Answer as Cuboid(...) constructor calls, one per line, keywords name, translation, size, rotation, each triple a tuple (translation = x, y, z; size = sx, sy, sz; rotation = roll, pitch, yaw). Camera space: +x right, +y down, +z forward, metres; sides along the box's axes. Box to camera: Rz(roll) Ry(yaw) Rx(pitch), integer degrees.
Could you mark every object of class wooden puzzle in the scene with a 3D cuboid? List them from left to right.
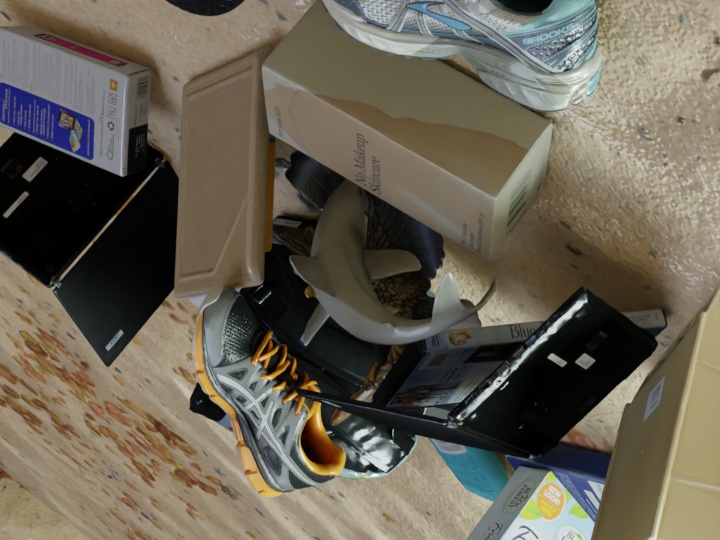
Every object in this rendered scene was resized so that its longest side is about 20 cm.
Cuboid(name="wooden puzzle", translation=(-0.108, -0.075, 1.314), size=(0.037, 0.186, 0.200), rotation=(5, 174, -24))

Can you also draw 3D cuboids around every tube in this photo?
Cuboid(name="tube", translation=(0.109, 0.186, 1.599), size=(0.077, 0.050, 0.200), rotation=(25, 158, 37))

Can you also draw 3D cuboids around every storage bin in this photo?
Cuboid(name="storage bin", translation=(0.242, 0.144, 1.150), size=(0.093, 0.200, 0.200), rotation=(19, 155, 1))

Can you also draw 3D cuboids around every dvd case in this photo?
Cuboid(name="dvd case", translation=(0.119, 0.070, 1.233), size=(0.143, 0.199, 0.018), rotation=(120, 141, -63))

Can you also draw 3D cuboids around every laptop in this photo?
Cuboid(name="laptop", translation=(-0.267, -0.046, 1.559), size=(0.200, 0.178, 0.103), rotation=(36, 156, 4))
Cuboid(name="laptop", translation=(0.090, 0.070, 1.158), size=(0.103, 0.200, 0.177), rotation=(50, -169, 27))

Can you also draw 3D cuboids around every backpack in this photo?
Cuboid(name="backpack", translation=(-0.037, 0.101, 1.418), size=(0.199, 0.164, 0.154), rotation=(25, 161, -5))

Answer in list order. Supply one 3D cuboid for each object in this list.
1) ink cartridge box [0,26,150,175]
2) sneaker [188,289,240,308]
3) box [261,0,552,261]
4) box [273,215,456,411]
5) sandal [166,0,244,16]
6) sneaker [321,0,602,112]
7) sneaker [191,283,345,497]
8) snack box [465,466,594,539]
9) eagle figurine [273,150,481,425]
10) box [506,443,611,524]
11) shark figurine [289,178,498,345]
Cuboid(name="ink cartridge box", translation=(-0.276, -0.162, 1.468), size=(0.199, 0.037, 0.095), rotation=(21, 118, 28))
Cuboid(name="sneaker", translation=(-0.105, 0.048, 1.562), size=(0.112, 0.073, 0.200), rotation=(54, 172, -12))
Cuboid(name="box", translation=(0.032, -0.102, 1.152), size=(0.199, 0.078, 0.095), rotation=(30, 156, 18))
Cuboid(name="box", translation=(0.009, 0.039, 1.475), size=(0.158, 0.046, 0.200), rotation=(10, 143, 48))
Cuboid(name="sandal", translation=(-0.085, -0.238, 1.136), size=(0.075, 0.045, 0.199), rotation=(42, 142, -22))
Cuboid(name="sneaker", translation=(0.063, -0.178, 1.003), size=(0.199, 0.078, 0.087), rotation=(22, 140, 19))
Cuboid(name="sneaker", translation=(-0.072, 0.094, 1.288), size=(0.077, 0.078, 0.201), rotation=(-6, 124, 28))
Cuboid(name="snack box", translation=(0.145, 0.303, 1.480), size=(0.142, 0.200, 0.053), rotation=(50, 156, -23))
Cuboid(name="eagle figurine", translation=(-0.003, -0.001, 1.295), size=(0.151, 0.151, 0.201), rotation=(53, -166, -71))
Cuboid(name="box", translation=(0.234, 0.215, 1.482), size=(0.199, 0.032, 0.121), rotation=(7, 141, 50))
Cuboid(name="shark figurine", translation=(-0.005, 0.011, 1.148), size=(0.089, 0.129, 0.214), rotation=(32, -175, -37))
